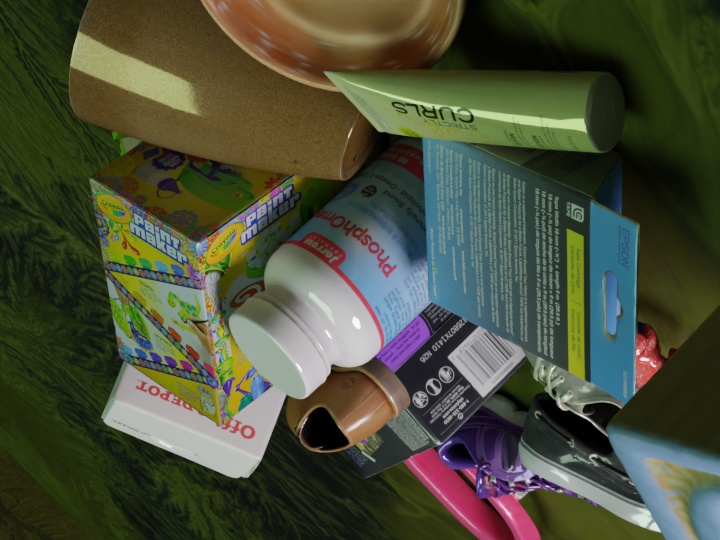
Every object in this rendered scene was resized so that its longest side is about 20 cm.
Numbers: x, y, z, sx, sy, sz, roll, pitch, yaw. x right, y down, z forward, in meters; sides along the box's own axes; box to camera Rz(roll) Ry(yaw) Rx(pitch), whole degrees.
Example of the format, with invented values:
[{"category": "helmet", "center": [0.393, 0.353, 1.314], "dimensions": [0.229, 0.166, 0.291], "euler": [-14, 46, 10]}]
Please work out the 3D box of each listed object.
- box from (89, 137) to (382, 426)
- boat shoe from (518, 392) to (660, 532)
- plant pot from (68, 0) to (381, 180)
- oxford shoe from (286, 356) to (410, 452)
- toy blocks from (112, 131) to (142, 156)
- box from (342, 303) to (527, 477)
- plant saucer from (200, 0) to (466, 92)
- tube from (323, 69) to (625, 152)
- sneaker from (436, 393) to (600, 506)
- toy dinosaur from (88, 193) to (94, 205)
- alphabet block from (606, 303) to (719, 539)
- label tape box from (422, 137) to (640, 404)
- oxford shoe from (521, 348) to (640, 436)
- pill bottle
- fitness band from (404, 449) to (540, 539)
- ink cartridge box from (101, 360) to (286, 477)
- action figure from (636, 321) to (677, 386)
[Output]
[{"category": "box", "center": [-0.088, -0.025, 1.576], "dimensions": [0.122, 0.200, 0.193], "euler": [30, 141, 31]}, {"category": "boat shoe", "center": [0.210, 0.144, 1.549], "dimensions": [0.200, 0.070, 0.066], "euler": [22, 120, 37]}, {"category": "plant pot", "center": [-0.078, -0.150, 1.459], "dimensions": [0.200, 0.187, 0.187], "euler": [27, 155, 11]}, {"category": "oxford shoe", "center": [-0.030, 0.115, 1.605], "dimensions": [0.071, 0.071, 0.200], "euler": [50, 160, -3]}, {"category": "toy blocks", "center": [-0.173, -0.181, 1.659], "dimensions": [0.200, 0.100, 0.137], "euler": [138, 117, -69]}, {"category": "box", "center": [0.040, 0.085, 1.681], "dimensions": [0.106, 0.122, 0.200], "euler": [49, 159, -2]}, {"category": "plant saucer", "center": [-0.021, -0.207, 1.315], "dimensions": [0.200, 0.038, 0.201], "euler": [14, 134, 15]}, {"category": "tube", "center": [0.074, -0.105, 1.306], "dimensions": [0.199, 0.052, 0.058], "euler": [7, 115, 36]}, {"category": "sneaker", "center": [0.142, 0.167, 1.687], "dimensions": [0.200, 0.083, 0.081], "euler": [14, 141, 54]}, {"category": "toy dinosaur", "center": [-0.149, -0.065, 1.676], "dimensions": [0.086, 0.136, 0.200], "euler": [33, 158, 19]}, {"category": "alphabet block", "center": [0.294, 0.106, 1.124], "dimensions": [0.196, 0.200, 0.196], "euler": [14, 141, 54]}, {"category": "label tape box", "center": [0.132, -0.015, 1.358], "dimensions": [0.200, 0.063, 0.145], "euler": [28, 133, 41]}, {"category": "oxford shoe", "center": [0.160, 0.073, 1.524], "dimensions": [0.200, 0.058, 0.075], "euler": [39, 160, 25]}, {"category": "pill bottle", "center": [0.000, 0.000, 1.501], "dimensions": [0.109, 0.200, 0.109], "euler": [39, 157, 20]}, {"category": "fitness band", "center": [0.093, 0.189, 1.883], "dimensions": [0.200, 0.037, 0.144], "euler": [47, 159, 4]}, {"category": "ink cartridge box", "center": [-0.127, 0.065, 1.806], "dimensions": [0.146, 0.201, 0.084], "euler": [22, 159, -7]}, {"category": "action figure", "center": [0.163, 0.030, 1.451], "dimensions": [0.200, 0.052, 0.066], "euler": [35, 160, 37]}]
